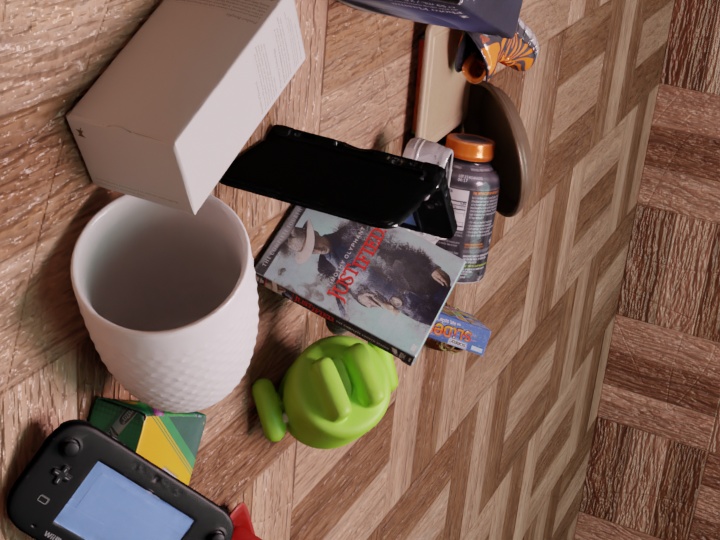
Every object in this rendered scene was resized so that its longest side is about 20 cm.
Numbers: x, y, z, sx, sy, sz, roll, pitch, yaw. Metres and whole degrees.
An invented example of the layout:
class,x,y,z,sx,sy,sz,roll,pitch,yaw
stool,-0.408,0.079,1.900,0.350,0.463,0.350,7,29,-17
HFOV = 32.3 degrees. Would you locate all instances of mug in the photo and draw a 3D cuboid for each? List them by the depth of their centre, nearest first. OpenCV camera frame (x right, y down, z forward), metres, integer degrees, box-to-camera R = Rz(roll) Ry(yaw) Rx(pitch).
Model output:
class,x,y,z,sx,sy,sz,roll,pitch,yaw
mug,-0.160,0.018,1.077,0.176,0.146,0.202,88,-4,-55

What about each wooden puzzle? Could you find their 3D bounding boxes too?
class,x,y,z,sx,sy,sz,roll,pitch,yaw
wooden puzzle,0.112,-0.267,1.686,0.185,0.037,0.202,-40,145,-56

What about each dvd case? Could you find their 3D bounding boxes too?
class,x,y,z,sx,sy,sz,roll,pitch,yaw
dvd case,0.000,0.000,1.363,0.147,0.199,0.022,-58,172,-33

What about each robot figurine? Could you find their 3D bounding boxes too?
class,x,y,z,sx,sy,sz,roll,pitch,yaw
robot figurine,-0.033,0.143,1.433,0.174,0.117,0.200,-23,171,-18

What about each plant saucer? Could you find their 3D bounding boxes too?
class,x,y,z,sx,sy,sz,roll,pitch,yaw
plant saucer,0.198,-0.176,1.780,0.029,0.201,0.201,-17,134,-13

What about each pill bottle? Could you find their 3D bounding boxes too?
class,x,y,z,sx,sy,sz,roll,pitch,yaw
pill bottle,0.142,-0.091,1.772,0.106,0.105,0.202,-27,129,-62

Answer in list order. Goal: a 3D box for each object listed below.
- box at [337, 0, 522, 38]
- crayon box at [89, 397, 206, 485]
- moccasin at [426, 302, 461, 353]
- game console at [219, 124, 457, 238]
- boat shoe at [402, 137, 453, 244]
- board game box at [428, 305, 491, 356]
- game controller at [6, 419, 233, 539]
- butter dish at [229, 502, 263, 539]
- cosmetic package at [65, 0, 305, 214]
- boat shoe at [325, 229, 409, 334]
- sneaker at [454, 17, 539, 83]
class,x,y,z,sx,sy,sz,roll,pitch,yaw
box,0.055,-0.323,1.269,0.198,0.198,0.125,-3,107,-67
crayon box,-0.219,0.222,1.152,0.119,0.058,0.202,19,87,-68
moccasin,0.120,0.082,1.877,0.074,0.077,0.202,-67,157,-19
game console,-0.020,-0.066,1.260,0.117,0.198,0.176,-63,157,-23
boat shoe,0.089,-0.072,1.585,0.072,0.068,0.202,-43,142,-55
board game box,0.090,0.061,1.613,0.200,0.134,0.035,-108,-142,-86
game controller,-0.204,0.212,1.069,0.200,0.042,0.105,39,77,-28
butter dish,-0.121,0.402,1.399,0.201,0.146,0.200,84,29,-43
cosmetic package,-0.139,-0.154,1.031,0.201,0.107,0.085,-59,155,-31
boat shoe,0.005,-0.016,1.428,0.064,0.070,0.201,101,15,-55
sneaker,0.177,-0.296,1.688,0.113,0.077,0.200,-64,150,-8
